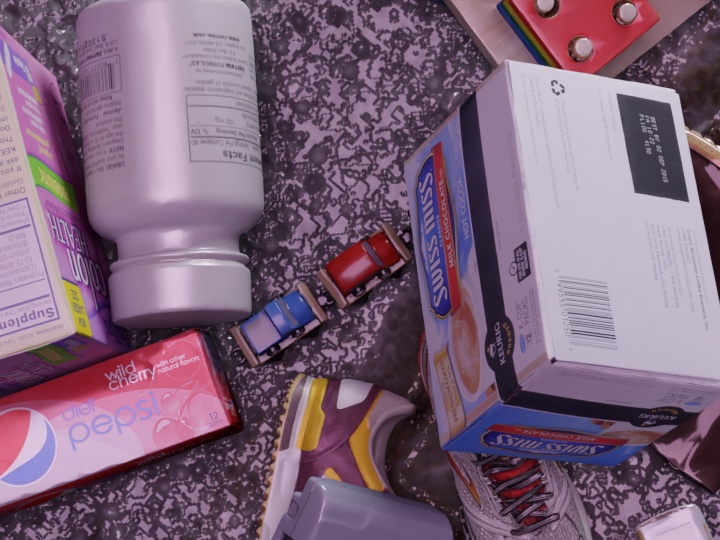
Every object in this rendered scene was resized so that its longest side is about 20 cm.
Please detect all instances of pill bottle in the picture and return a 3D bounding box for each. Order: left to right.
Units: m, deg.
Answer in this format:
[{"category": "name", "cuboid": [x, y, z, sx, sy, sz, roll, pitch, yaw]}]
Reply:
[{"category": "pill bottle", "cuboid": [-0.119, -0.068, 1.402, 0.113, 0.114, 0.202, -5, 82, 4]}]

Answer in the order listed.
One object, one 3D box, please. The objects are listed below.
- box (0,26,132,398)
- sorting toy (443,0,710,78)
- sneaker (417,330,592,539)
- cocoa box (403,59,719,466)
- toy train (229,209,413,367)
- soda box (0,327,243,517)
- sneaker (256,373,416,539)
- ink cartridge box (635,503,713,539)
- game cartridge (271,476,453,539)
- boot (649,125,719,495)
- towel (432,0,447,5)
[{"category": "box", "cuboid": [-0.227, -0.033, 1.376, 0.096, 0.176, 0.201, -16, 81, 3]}, {"category": "sorting toy", "cuboid": [0.139, -0.230, 1.393, 0.200, 0.070, 0.199, -38, 95, -7]}, {"category": "sneaker", "cuboid": [0.085, 0.118, 1.378, 0.077, 0.082, 0.201, -25, 82, 1]}, {"category": "cocoa box", "cuboid": [0.120, -0.001, 1.319, 0.133, 0.131, 0.201, 8, 60, -28]}, {"category": "toy train", "cuboid": [0.000, 0.000, 1.418, 0.199, 0.046, 0.034, -35, 81, 0]}, {"category": "soda box", "cuboid": [-0.180, 0.103, 1.412, 0.199, 0.063, 0.070, -20, 81, 3]}, {"category": "sneaker", "cuboid": [-0.017, 0.168, 1.385, 0.089, 0.075, 0.202, 8, 85, 6]}, {"category": "ink cartridge box", "cuboid": [0.217, 0.236, 1.294, 0.047, 0.198, 0.201, -20, 81, 5]}, {"category": "game cartridge", "cuboid": [-0.022, 0.229, 1.349, 0.041, 0.133, 0.201, 33, 100, 51]}, {"category": "boot", "cuboid": [0.202, 0.019, 1.385, 0.200, 0.072, 0.166, 43, 86, 5]}, {"category": "towel", "cuboid": [0.059, -0.280, 1.448, 0.111, 0.049, 0.201, 29, 85, 5]}]
